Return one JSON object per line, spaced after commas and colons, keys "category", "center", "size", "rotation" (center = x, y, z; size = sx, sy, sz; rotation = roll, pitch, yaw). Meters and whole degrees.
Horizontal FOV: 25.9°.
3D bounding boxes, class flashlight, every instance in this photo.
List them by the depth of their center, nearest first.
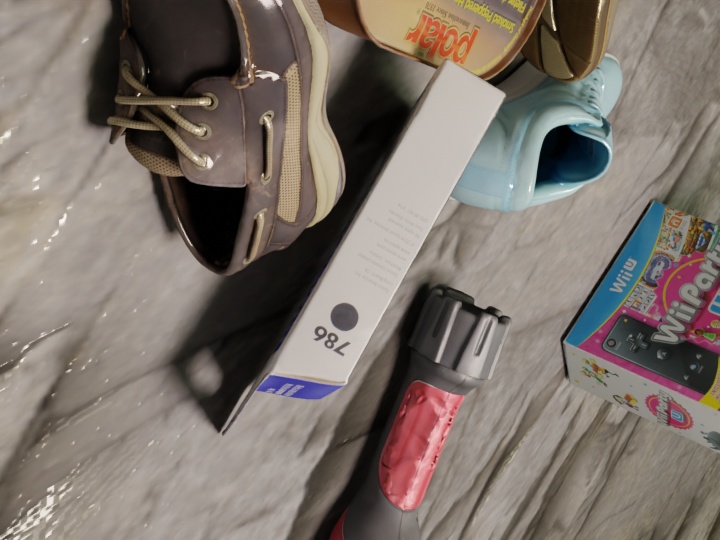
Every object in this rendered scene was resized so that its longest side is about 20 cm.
{"category": "flashlight", "center": [0.032, 0.112, 0.918], "size": [0.068, 0.068, 0.200], "rotation": [5, 109, -67]}

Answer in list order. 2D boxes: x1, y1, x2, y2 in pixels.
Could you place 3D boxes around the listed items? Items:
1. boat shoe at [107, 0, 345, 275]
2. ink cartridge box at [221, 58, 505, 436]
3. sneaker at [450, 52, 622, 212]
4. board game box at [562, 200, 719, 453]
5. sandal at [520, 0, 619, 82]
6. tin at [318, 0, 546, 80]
{"category": "boat shoe", "center": [-0.055, -0.064, 0.607], "size": [0.073, 0.074, 0.200], "rotation": [-53, 150, -24]}
{"category": "ink cartridge box", "center": [0.000, 0.000, 0.757], "size": [0.200, 0.039, 0.099], "rotation": [-59, -177, -11]}
{"category": "sneaker", "center": [0.115, -0.075, 0.899], "size": [0.200, 0.082, 0.074], "rotation": [-34, 141, -46]}
{"category": "board game box", "center": [0.273, 0.052, 1.160], "size": [0.148, 0.200, 0.064], "rotation": [-54, 151, -23]}
{"category": "sandal", "center": [0.129, -0.192, 0.829], "size": [0.054, 0.080, 0.200], "rotation": [-29, 143, -35]}
{"category": "tin", "center": [0.038, -0.153, 0.745], "size": [0.200, 0.042, 0.112], "rotation": [9, 100, -62]}
